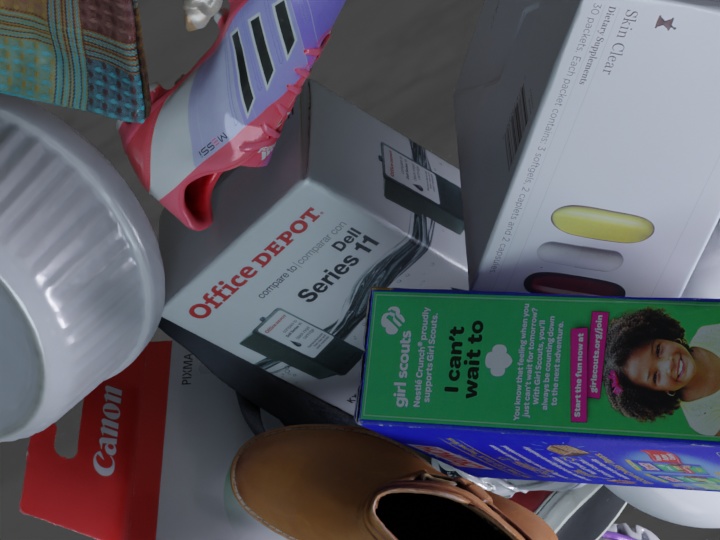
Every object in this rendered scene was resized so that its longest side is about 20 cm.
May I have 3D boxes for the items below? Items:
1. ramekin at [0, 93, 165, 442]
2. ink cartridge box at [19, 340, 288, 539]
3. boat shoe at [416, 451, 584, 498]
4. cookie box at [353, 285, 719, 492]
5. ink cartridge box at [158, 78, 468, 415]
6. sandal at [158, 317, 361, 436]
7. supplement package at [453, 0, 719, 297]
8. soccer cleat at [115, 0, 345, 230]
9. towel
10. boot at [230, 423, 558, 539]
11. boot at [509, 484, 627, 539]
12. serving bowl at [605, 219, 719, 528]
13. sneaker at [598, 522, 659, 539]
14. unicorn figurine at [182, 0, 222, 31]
[{"bbox_3d":[-0.216,0.005,1.061,0.201,0.094,0.204,16,131,19],"label":"ramekin"},{"bbox_3d":[-0.099,0.103,1.169,0.199,0.162,0.050,25,131,-25],"label":"ink cartridge box"},{"bbox_3d":[0.075,0.114,1.177,0.074,0.065,0.200,58,157,-9],"label":"boat shoe"},{"bbox_3d":[0.121,0.064,0.993,0.198,0.076,0.171,1,166,25],"label":"cookie box"},{"bbox_3d":[0.000,0.000,1.118,0.199,0.084,0.146,29,130,-28],"label":"ink cartridge box"},{"bbox_3d":[-0.048,0.082,1.164,0.200,0.076,0.043,38,101,12],"label":"sandal"},{"bbox_3d":[0.126,-0.102,0.960,0.110,0.157,0.201,7,136,-10],"label":"supplement package"},{"bbox_3d":[-0.054,-0.098,1.012,0.200,0.067,0.077,-40,84,39],"label":"soccer cleat"},{"bbox_3d":[-0.203,-0.147,0.960,0.198,0.022,0.147,13,139,14],"label":"towel"},{"bbox_3d":[0.012,0.133,1.029,0.198,0.077,0.155,24,178,10],"label":"boot"},{"bbox_3d":[0.088,0.137,1.277,0.200,0.144,0.073,-41,147,-12],"label":"boot"},{"bbox_3d":[0.219,0.062,1.129,0.198,0.066,0.202,-3,104,-12],"label":"serving bowl"},{"bbox_3d":[0.132,0.207,1.322,0.198,0.089,0.081,12,105,-16],"label":"sneaker"},{"bbox_3d":[-0.096,-0.189,0.924,0.198,0.074,0.138,3,135,-3],"label":"unicorn figurine"}]
